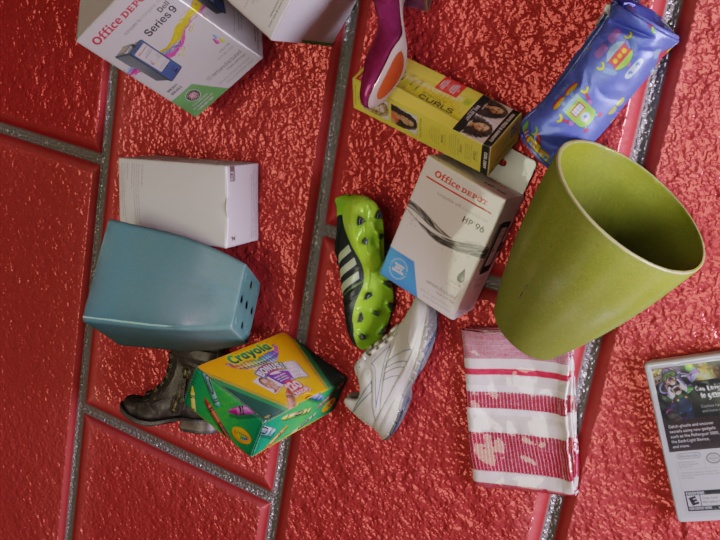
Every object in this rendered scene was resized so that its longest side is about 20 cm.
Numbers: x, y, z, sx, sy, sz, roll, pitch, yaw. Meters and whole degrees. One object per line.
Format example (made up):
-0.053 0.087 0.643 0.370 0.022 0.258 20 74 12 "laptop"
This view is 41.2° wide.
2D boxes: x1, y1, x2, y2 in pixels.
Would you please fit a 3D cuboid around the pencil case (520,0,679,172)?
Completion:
0.252 -0.201 1.039 0.086 0.078 0.201 32 115 -10 "pencil case"

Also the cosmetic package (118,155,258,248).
-0.242 -0.100 1.343 0.196 0.081 0.115 9 103 27 "cosmetic package"

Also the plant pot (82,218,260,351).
-0.247 0.032 1.314 0.196 0.142 0.144 7 73 10 "plant pot"

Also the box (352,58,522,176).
0.088 -0.190 1.134 0.198 0.075 0.051 31 150 24 "box"

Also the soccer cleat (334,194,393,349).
0.000 0.000 1.234 0.081 0.066 0.204 28 125 57 "soccer cleat"

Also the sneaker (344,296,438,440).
0.038 0.117 1.212 0.086 0.074 0.203 26 109 11 "sneaker"

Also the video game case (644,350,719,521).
0.423 0.175 1.036 0.197 0.023 0.186 -12 92 32 "video game case"

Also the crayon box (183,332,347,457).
-0.119 0.155 1.243 0.118 0.199 0.059 33 114 20 "crayon box"

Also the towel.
0.193 0.171 1.168 0.141 0.023 0.205 0 98 31 "towel"

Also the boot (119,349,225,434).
-0.270 0.141 1.415 0.196 0.069 0.178 4 95 25 "boot"

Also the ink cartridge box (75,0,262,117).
-0.244 -0.311 1.234 0.144 0.199 0.089 -32 46 29 "ink cartridge box"

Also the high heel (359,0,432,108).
0.015 -0.279 1.123 0.094 0.068 0.203 18 63 14 "high heel"

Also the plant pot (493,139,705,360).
0.233 -0.002 1.040 0.187 0.186 0.201 46 128 15 "plant pot"

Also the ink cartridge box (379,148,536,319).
0.116 -0.061 1.148 0.115 0.067 0.203 30 111 22 "ink cartridge box"

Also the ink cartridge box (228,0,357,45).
-0.119 -0.375 1.189 0.200 0.145 0.085 43 116 18 "ink cartridge box"
